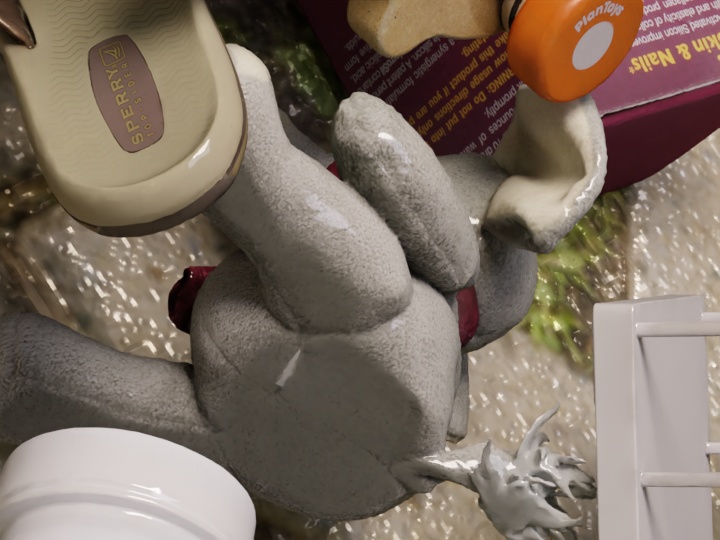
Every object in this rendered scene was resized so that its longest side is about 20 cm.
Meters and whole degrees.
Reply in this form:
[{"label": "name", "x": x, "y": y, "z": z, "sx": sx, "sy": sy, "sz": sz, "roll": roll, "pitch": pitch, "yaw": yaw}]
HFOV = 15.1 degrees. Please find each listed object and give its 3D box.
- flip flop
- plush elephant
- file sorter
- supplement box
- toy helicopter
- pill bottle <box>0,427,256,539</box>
[{"label": "flip flop", "x": -0.092, "y": -0.095, "z": 0.802, "sx": 0.058, "sy": 0.081, "sz": 0.200, "roll": 54, "pitch": 9, "yaw": -53}, {"label": "plush elephant", "x": 0.000, "y": 0.000, "z": 0.901, "sx": 0.200, "sy": 0.165, "sz": 0.155, "roll": 28, "pitch": 32, "yaw": -5}, {"label": "file sorter", "x": 0.150, "y": 0.107, "z": 0.879, "sx": 0.139, "sy": 0.124, "sz": 0.201, "roll": -2, "pitch": 90, "yaw": -74}, {"label": "supplement box", "x": 0.051, "y": -0.128, "z": 1.042, "sx": 0.131, "sy": 0.103, "sz": 0.200, "roll": -17, "pitch": 74, "yaw": -41}, {"label": "toy helicopter", "x": 0.020, "y": -0.123, "z": 0.807, "sx": 0.200, "sy": 0.132, "sz": 0.079, "roll": -7, "pitch": 41, "yaw": -46}, {"label": "pill bottle", "x": -0.086, "y": 0.150, "z": 0.779, "sx": 0.112, "sy": 0.112, "sz": 0.200, "roll": 26, "pitch": 53, "yaw": -20}]
